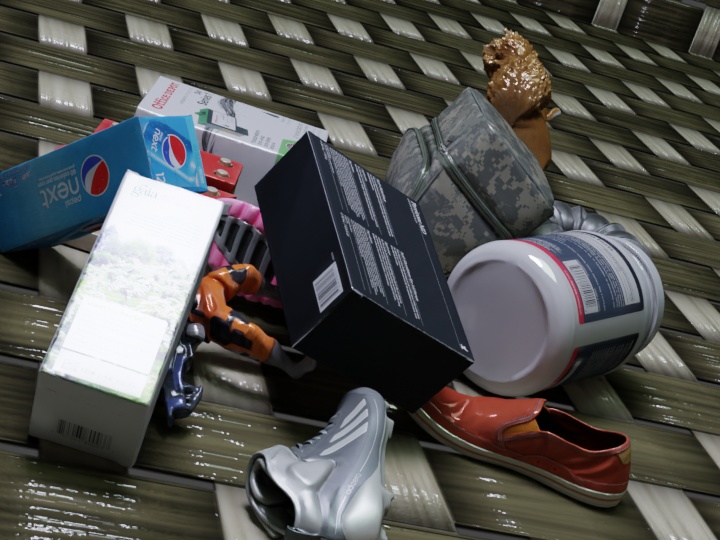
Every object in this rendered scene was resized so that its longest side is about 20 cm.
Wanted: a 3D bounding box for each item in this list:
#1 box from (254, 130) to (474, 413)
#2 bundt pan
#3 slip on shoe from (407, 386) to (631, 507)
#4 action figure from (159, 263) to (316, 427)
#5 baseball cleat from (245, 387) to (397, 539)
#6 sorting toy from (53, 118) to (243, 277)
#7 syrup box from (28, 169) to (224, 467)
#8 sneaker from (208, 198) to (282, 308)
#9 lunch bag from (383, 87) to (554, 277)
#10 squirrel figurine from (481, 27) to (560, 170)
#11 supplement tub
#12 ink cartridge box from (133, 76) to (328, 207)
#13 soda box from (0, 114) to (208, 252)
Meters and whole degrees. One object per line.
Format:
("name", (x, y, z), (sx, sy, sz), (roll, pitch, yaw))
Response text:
("box", (0.000, 0.000, 1.262), (0.141, 0.079, 0.200), (29, 29, -34))
("bundt pan", (0.238, -0.020, 1.717), (0.201, 0.076, 0.202), (18, 20, -7))
("slip on shoe", (0.130, 0.128, 1.264), (0.199, 0.061, 0.074), (22, 22, 10))
("action figure", (-0.134, 0.056, 1.215), (0.192, 0.105, 0.201), (6, 51, -16))
("baseball cleat", (-0.027, 0.132, 1.099), (0.106, 0.070, 0.200), (16, 20, -9))
("sorting toy", (-0.206, -0.074, 1.465), (0.199, 0.070, 0.199), (18, 20, -3))
("syrup box", (-0.165, 0.030, 1.103), (0.078, 0.082, 0.201), (18, 48, -3))
("sneaker", (-0.061, -0.002, 1.402), (0.200, 0.079, 0.095), (33, 11, -8))
("lunch bag", (0.101, -0.085, 1.647), (0.139, 0.168, 0.200), (47, 12, -18))
("squirrel figurine", (0.202, -0.201, 1.970), (0.141, 0.201, 0.187), (20, 28, 15))
("supplement tub", (0.182, 0.036, 1.429), (0.140, 0.141, 0.200), (32, 24, 32))
("ink cartridge box", (-0.143, -0.124, 1.627), (0.199, 0.085, 0.146), (18, 20, -4))
("soda box", (-0.224, -0.071, 1.289), (0.199, 0.068, 0.064), (-16, -5, 38))
